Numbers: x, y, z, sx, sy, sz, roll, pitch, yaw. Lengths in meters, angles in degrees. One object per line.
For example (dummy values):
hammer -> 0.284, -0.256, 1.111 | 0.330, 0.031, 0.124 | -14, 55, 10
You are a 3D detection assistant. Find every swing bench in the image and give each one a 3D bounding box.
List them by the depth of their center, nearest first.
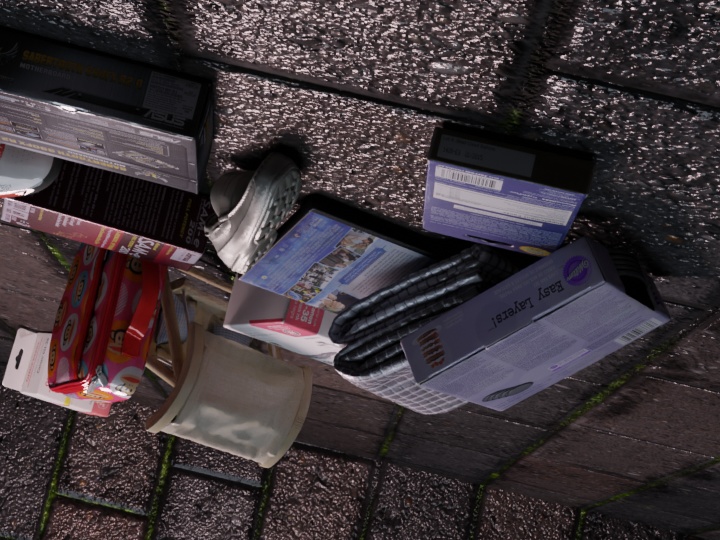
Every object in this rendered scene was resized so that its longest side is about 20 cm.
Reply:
swing bench -> -0.173, 0.105, 1.710 | 0.198, 0.130, 0.200 | 26, -159, -46

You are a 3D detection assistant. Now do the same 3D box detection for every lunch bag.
lunch bag -> -0.266, 0.042, 1.585 | 0.081, 0.202, 0.176 | 18, 164, -28

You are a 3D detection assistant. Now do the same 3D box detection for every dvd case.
dvd case -> 0.000, 0.000, 1.417 | 0.199, 0.018, 0.143 | 20, 140, -27

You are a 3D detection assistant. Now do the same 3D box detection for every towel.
towel -> 0.091, 0.068, 1.429 | 0.199, 0.086, 0.165 | -25, 149, 26

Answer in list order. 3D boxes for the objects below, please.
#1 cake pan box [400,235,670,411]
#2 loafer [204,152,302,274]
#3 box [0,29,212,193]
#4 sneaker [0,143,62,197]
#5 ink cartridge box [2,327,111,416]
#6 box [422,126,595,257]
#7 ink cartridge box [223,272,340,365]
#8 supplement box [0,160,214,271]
cake pan box -> 0.160, 0.051, 1.277 | 0.199, 0.053, 0.184 | -31, 157, 21
loafer -> -0.102, -0.057, 1.287 | 0.070, 0.070, 0.200 | 41, 153, 2
box -> -0.217, -0.126, 1.156 | 0.198, 0.049, 0.158 | 14, 168, -2
sneaker -> -0.376, -0.118, 1.310 | 0.199, 0.068, 0.108 | 12, 170, 19
ink cartridge box -> -0.543, 0.186, 2.668 | 0.199, 0.118, 0.067 | 23, 165, -40
box -> 0.110, -0.057, 1.147 | 0.120, 0.033, 0.200 | 13, 166, 3
ink cartridge box -> -0.031, 0.052, 1.645 | 0.199, 0.084, 0.146 | 21, 165, -30
supplement box -> -0.251, -0.060, 1.446 | 0.198, 0.062, 0.109 | 15, 167, -12
